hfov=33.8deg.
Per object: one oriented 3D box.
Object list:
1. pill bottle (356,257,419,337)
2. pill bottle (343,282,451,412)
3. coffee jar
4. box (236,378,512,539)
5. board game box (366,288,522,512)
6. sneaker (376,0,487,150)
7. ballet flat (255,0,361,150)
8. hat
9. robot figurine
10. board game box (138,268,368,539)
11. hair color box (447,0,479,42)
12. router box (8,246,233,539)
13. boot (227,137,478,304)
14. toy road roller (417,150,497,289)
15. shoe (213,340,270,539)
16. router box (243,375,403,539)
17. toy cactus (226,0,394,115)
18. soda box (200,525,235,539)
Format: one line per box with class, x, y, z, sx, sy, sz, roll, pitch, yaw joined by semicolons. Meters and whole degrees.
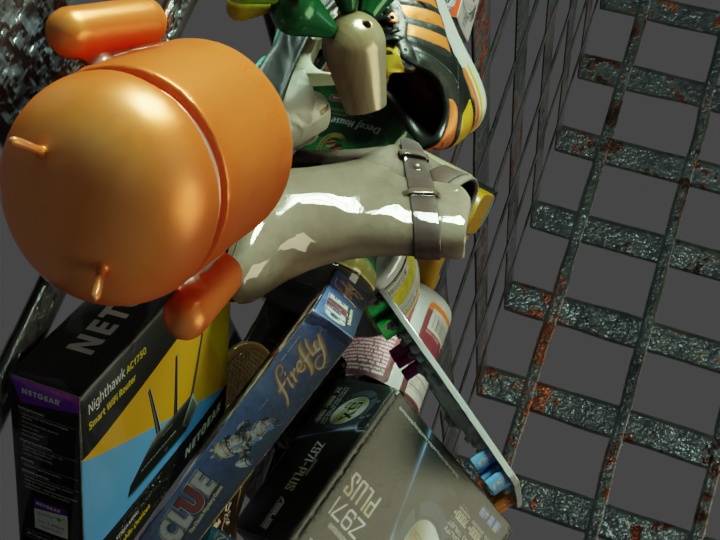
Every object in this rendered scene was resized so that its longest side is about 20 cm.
pill bottle;0.000;0.000;1.134;0.200;0.110;0.113;67;41;-71
pill bottle;0.025;0.118;1.377;0.115;0.112;0.202;85;25;-58
coffee jar;-0.018;-0.058;1.002;0.085;0.103;0.203;51;55;-65
box;0.015;0.222;1.022;0.164;0.086;0.201;-51;119;-24
board game box;0.078;0.127;1.080;0.026;0.201;0.200;-34;162;-2
sneaker;0.029;-0.187;0.933;0.202;0.069;0.090;59;32;-7
ballet flat;-0.045;-0.140;0.868;0.073;0.072;0.202;85;24;-58
hat;-0.059;0.103;1.068;0.200;0.080;0.204;15;90;-77
robot figurine;-0.107;-0.055;0.606;0.200;0.115;0.146;-48;158;-65
board game box;-0.071;0.098;0.829;0.201;0.034;0.136;-53;-177;11
hair color box;0.109;-0.363;1.282;0.111;0.063;0.204;15;89;-78
router box;-0.142;0.079;0.740;0.200;0.050;0.151;-56;157;-56
boot;0.003;-0.032;0.828;0.201;0.144;0.071;-65;162;-49
toy road roller;0.073;-0.055;1.374;0.148;0.122;0.200;-64;169;5
shoe;-0.117;0.155;0.959;0.053;0.069;0.204;2;-103;61
router box;-0.042;0.203;1.140;0.149;0.051;0.203;-11;-124;63
toy cactus;-0.020;-0.191;0.815;0.200;0.101;0.168;-37;123;-48
soda box;-0.125;0.267;0.857;0.201;0.067;0.065;-56;-176;46
